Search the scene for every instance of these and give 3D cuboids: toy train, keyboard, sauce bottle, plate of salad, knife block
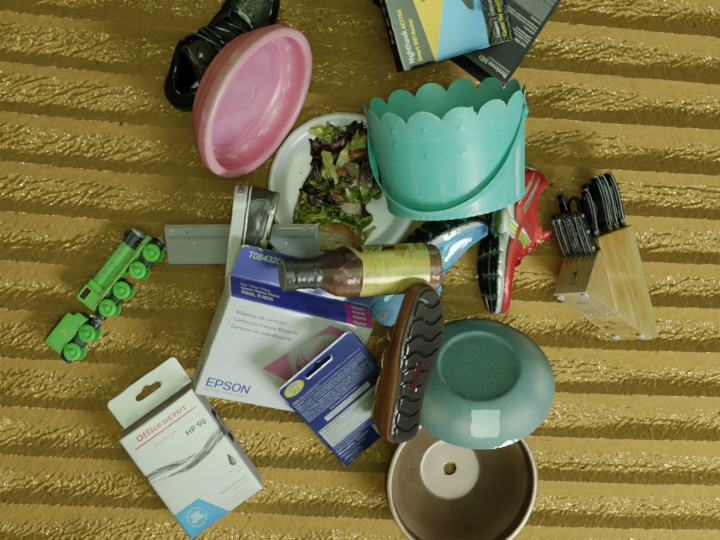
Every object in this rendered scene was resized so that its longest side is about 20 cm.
[{"bbox_3d":[-0.326,0.030,1.402,0.056,0.042,0.200,38,89,2],"label":"toy train"},{"bbox_3d":[-0.151,-0.033,1.409,0.198,0.011,0.057,0,124,2],"label":"keyboard"},{"bbox_3d":[0.000,0.000,1.342,0.198,0.066,0.067,-2,95,-19],"label":"sauce bottle"},{"bbox_3d":[-0.021,-0.105,1.426,0.198,0.048,0.202,0,94,-7],"label":"plate of salad"},{"bbox_3d":[0.333,-0.024,1.463,0.199,0.064,0.177,33,70,-28],"label":"knife block"}]

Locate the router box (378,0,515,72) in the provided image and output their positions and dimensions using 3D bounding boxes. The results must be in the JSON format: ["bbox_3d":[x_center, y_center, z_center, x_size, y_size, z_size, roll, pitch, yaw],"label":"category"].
[{"bbox_3d":[0.092,-0.359,1.342,0.148,0.051,0.202,-17,98,-5],"label":"router box"}]

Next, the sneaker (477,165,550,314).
[{"bbox_3d":[0.209,-0.038,1.449,0.084,0.077,0.202,8,95,-15],"label":"sneaker"}]

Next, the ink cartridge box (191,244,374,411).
[{"bbox_3d":[-0.090,0.082,1.379,0.195,0.043,0.201,13,115,-22],"label":"ink cartridge box"}]

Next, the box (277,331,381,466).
[{"bbox_3d":[-0.022,0.158,1.398,0.121,0.032,0.200,-39,136,-4],"label":"box"}]

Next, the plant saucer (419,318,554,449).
[{"bbox_3d":[0.150,0.132,1.405,0.199,0.039,0.202,-2,52,2],"label":"plant saucer"}]

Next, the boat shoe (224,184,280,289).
[{"bbox_3d":[-0.134,-0.011,1.375,0.063,0.071,0.201,8,123,-2],"label":"boat shoe"}]

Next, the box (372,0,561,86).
[{"bbox_3d":[0.137,-0.349,1.413,0.199,0.079,0.142,35,87,-9],"label":"box"}]

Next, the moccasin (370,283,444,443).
[{"bbox_3d":[0.054,0.110,1.360,0.073,0.078,0.203,-9,117,-35],"label":"moccasin"}]

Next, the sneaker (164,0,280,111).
[{"bbox_3d":[-0.168,-0.284,1.362,0.076,0.114,0.200,44,86,-10],"label":"sneaker"}]

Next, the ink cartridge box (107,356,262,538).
[{"bbox_3d":[-0.229,0.226,1.413,0.115,0.067,0.201,-35,98,-3],"label":"ink cartridge box"}]

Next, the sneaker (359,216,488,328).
[{"bbox_3d":[0.088,0.000,1.443,0.199,0.078,0.090,-36,107,5],"label":"sneaker"}]

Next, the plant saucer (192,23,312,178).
[{"bbox_3d":[-0.138,-0.212,1.343,0.051,0.200,0.201,31,90,20],"label":"plant saucer"}]

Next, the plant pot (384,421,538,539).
[{"bbox_3d":[0.126,0.271,1.450,0.199,0.093,0.203,-1,95,-8],"label":"plant pot"}]

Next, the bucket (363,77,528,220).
[{"bbox_3d":[0.109,-0.151,1.351,0.205,0.207,0.136,-12,108,-6],"label":"bucket"}]
